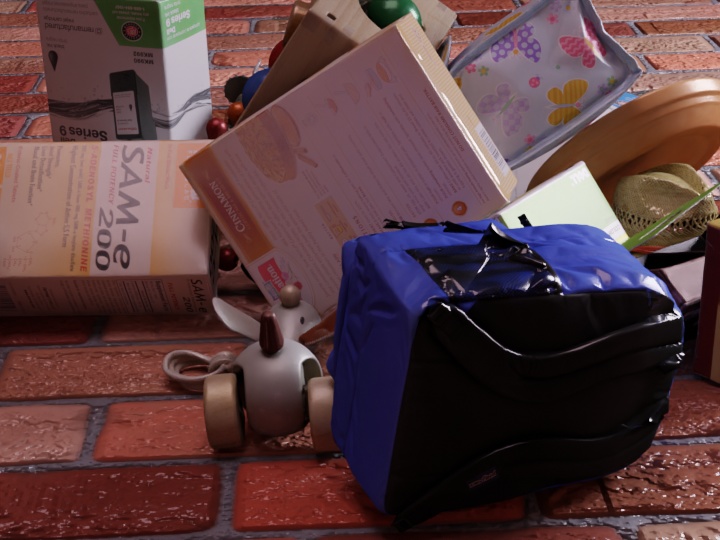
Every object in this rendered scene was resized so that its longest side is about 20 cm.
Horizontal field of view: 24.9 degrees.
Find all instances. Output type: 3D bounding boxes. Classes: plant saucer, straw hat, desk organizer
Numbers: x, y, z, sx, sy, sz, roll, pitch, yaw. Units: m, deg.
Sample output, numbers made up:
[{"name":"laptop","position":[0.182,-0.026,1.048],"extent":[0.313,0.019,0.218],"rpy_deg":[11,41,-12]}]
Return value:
[{"name":"plant saucer","position":[0.239,-0.094,1.417],"extent":[0.200,0.200,0.038],"rpy_deg":[-15,67,-31]},{"name":"straw hat","position":[0.253,-0.044,1.357],"extent":[0.201,0.085,0.201],"rpy_deg":[-1,20,0]},{"name":"desk organizer","position":[0.275,-0.008,1.235],"extent":[0.200,0.072,0.077],"rpy_deg":[-17,63,-35]}]

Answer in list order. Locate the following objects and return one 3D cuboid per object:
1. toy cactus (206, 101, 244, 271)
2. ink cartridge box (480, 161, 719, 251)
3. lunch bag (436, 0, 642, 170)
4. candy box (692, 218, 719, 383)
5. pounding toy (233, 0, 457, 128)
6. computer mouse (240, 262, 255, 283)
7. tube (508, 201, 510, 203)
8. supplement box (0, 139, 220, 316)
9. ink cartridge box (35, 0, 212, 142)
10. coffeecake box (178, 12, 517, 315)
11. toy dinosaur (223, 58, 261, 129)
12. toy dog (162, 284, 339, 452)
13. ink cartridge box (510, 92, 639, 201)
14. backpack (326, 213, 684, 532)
[{"name":"toy cactus","position":[-0.147,-0.065,1.414],"extent":[0.165,0.102,0.200],"rpy_deg":[-9,47,22]},{"name":"ink cartridge box","position":[0.153,-0.033,1.210],"extent":[0.200,0.076,0.148],"rpy_deg":[-33,-2,39]},{"name":"lunch bag","position":[0.111,-0.142,1.372],"extent":[0.200,0.127,0.170],"rpy_deg":[-37,1,-6]},{"name":"candy box","position":[0.330,0.005,1.178],"extent":[0.200,0.117,0.056],"rpy_deg":[-15,28,-34]},{"name":"pounding toy","position":[-0.019,-0.187,1.341],"extent":[0.142,0.200,0.184],"rpy_deg":[34,33,-3]},{"name":"computer mouse","position":[0.000,0.000,1.346],"extent":[0.199,0.034,0.059],"rpy_deg":[-1,-9,-11]},{"name":"tube","position":[0.032,-0.032,1.398],"extent":[0.200,0.058,0.052],"rpy_deg":[-10,39,-21]},{"name":"supplement box","position":[-0.212,-0.034,1.296],"extent":[0.199,0.074,0.126],"rpy_deg":[-1,63,2]},{"name":"ink cartridge box","position":[-0.228,-0.181,1.599],"extent":[0.146,0.200,0.084],"rpy_deg":[8,25,24]},{"name":"coffeecake box","position":[-0.009,-0.072,1.223],"extent":[0.200,0.154,0.073],"rpy_deg":[-31,8,18]},{"name":"toy dinosaur","position":[-0.104,-0.140,1.616],"extent":[0.077,0.103,0.200],"rpy_deg":[-5,20,-9]},{"name":"toy dog","position":[-0.059,0.049,1.116],"extent":[0.132,0.097,0.200],"rpy_deg":[-8,22,-18]},{"name":"ink cartridge box","position":[0.175,-0.120,1.569],"extent":[0.200,0.086,0.146],"rpy_deg":[-10,22,-26]},{"name":"backpack","position":[0.089,0.041,1.007],"extent":[0.200,0.163,0.168],"rpy_deg":[-4,35,-22]}]
